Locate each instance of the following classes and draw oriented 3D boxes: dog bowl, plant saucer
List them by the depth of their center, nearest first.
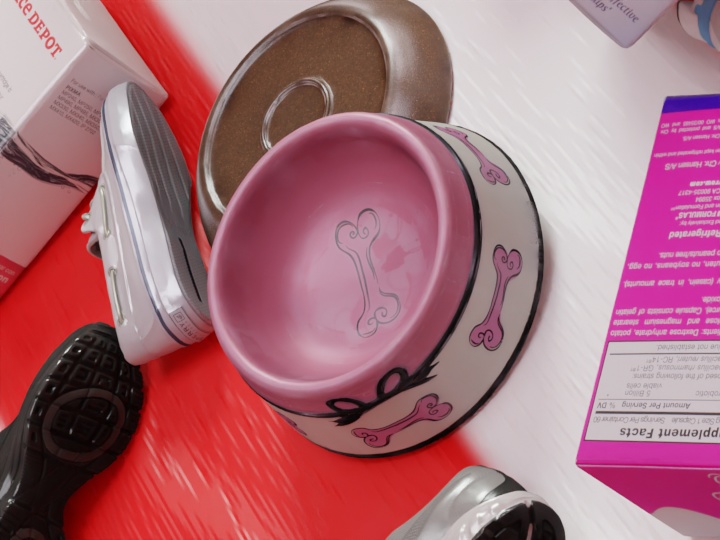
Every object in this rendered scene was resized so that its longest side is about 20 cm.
[{"bbox_3d":[0.000,0.000,1.535,0.200,0.074,0.201,-14,65,33],"label":"dog bowl"},{"bbox_3d":[-0.032,-0.087,1.675,0.200,0.032,0.201,-22,53,32],"label":"plant saucer"}]

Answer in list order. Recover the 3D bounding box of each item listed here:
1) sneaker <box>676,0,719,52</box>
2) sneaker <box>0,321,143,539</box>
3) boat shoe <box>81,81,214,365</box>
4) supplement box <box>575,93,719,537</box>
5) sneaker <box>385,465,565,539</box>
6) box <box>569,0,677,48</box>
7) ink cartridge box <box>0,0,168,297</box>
[{"bbox_3d":[0.263,-0.176,1.432,0.200,0.075,0.087,-49,55,13],"label":"sneaker"},{"bbox_3d":[-0.205,0.120,1.683,0.091,0.076,0.200,9,69,55],"label":"sneaker"},{"bbox_3d":[-0.145,-0.031,1.710,0.067,0.074,0.200,-29,49,16],"label":"boat shoe"},{"bbox_3d":[0.191,0.022,1.341,0.103,0.101,0.201,0,66,43],"label":"supplement box"},{"bbox_3d":[0.022,0.186,1.432,0.200,0.074,0.079,-47,33,2],"label":"sneaker"},{"bbox_3d":[0.169,-0.234,1.455,0.200,0.105,0.184,-46,7,11],"label":"box"},{"bbox_3d":[-0.240,-0.096,1.836,0.200,0.084,0.145,-49,42,11],"label":"ink cartridge box"}]
